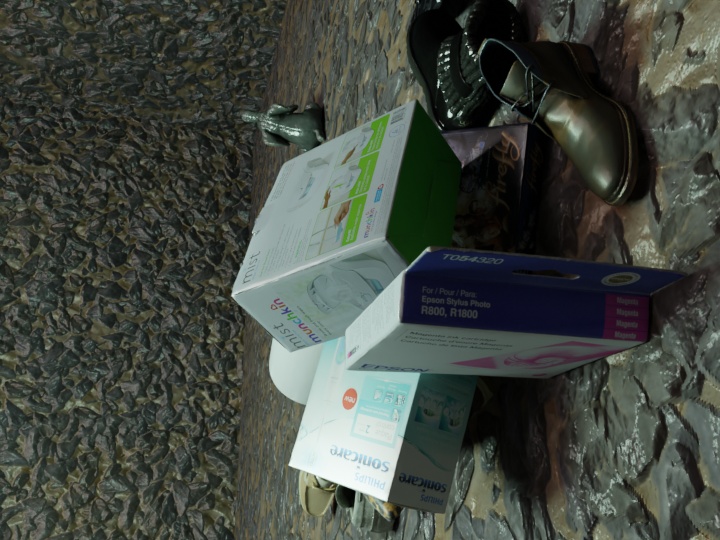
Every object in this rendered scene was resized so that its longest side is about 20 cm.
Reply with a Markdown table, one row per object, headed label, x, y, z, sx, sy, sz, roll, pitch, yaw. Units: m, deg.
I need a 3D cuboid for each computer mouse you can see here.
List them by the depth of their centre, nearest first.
| label | x | y | z | sx | sy | sz | roll | pitch | yaw |
| --- | --- | --- | --- | --- | --- | --- | --- | --- | --- |
| computer mouse | 0.116 | -0.403 | 1.046 | 0.200 | 0.046 | 0.141 | -173 | 94 | -80 |

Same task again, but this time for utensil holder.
| label | x | y | z | sx | sy | sz | roll | pitch | yaw |
| --- | --- | --- | --- | --- | --- | --- | --- | --- | --- |
| utensil holder | -0.061 | 0.106 | 1.248 | 0.170 | 0.169 | 0.200 | -98 | 18 | -44 |

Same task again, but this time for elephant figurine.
| label | x | y | z | sx | sy | sz | roll | pitch | yaw |
| --- | --- | --- | --- | --- | --- | --- | --- | --- | --- |
| elephant figurine | -0.202 | -0.370 | 1.918 | 0.155 | 0.199 | 0.142 | 126 | 148 | -61 |

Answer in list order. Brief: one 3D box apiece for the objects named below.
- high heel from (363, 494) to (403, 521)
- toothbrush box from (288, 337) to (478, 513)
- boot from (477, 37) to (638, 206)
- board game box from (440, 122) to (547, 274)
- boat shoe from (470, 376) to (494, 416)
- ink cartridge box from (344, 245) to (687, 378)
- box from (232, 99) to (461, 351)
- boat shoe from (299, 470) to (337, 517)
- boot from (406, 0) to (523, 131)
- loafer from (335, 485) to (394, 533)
| label | x | y | z | sx | sy | sz | roll | pitch | yaw |
| --- | --- | --- | --- | --- | --- | --- | --- | --- | --- |
| high heel | 0.037 | 0.219 | 0.990 | 0.200 | 0.071 | 0.143 | -95 | 10 | -66 |
| toothbrush box | 0.029 | 0.115 | 0.728 | 0.146 | 0.085 | 0.201 | 3 | 74 | 49 |
| boot | 0.161 | -0.131 | 0.633 | 0.201 | 0.096 | 0.075 | -97 | 20 | -44 |
| board game box | 0.118 | -0.046 | 0.773 | 0.135 | 0.035 | 0.201 | 5 | 88 | 49 |
| boat shoe | 0.074 | 0.163 | 0.820 | 0.065 | 0.073 | 0.200 | -42 | -13 | -35 |
| ink cartridge box | 0.106 | 0.043 | 0.569 | 0.200 | 0.195 | 0.044 | 131 | 142 | -66 |
| box | -0.009 | -0.044 | 0.721 | 0.176 | 0.097 | 0.201 | -21 | 37 | 31 |
| boat shoe | -0.066 | 0.356 | 1.325 | 0.069 | 0.073 | 0.201 | -113 | 33 | -73 |
| boot | 0.120 | -0.269 | 0.876 | 0.158 | 0.079 | 0.212 | 108 | 152 | -59 |
| loafer | -0.004 | 0.323 | 1.111 | 0.200 | 0.069 | 0.070 | -153 | 70 | -74 |
